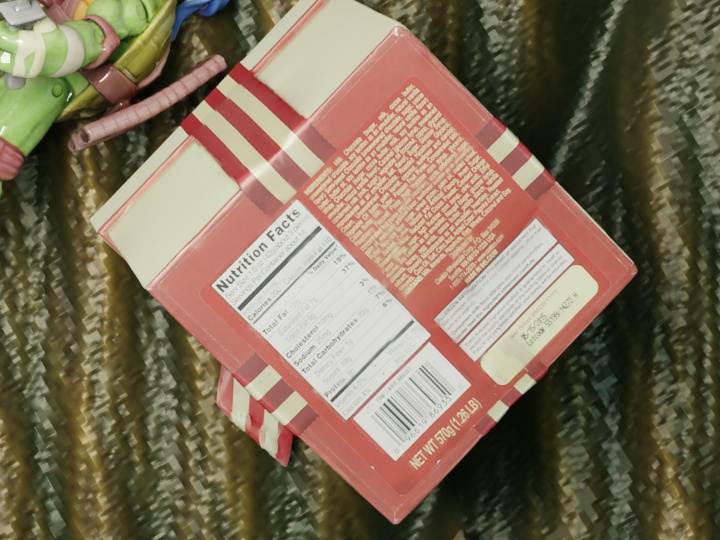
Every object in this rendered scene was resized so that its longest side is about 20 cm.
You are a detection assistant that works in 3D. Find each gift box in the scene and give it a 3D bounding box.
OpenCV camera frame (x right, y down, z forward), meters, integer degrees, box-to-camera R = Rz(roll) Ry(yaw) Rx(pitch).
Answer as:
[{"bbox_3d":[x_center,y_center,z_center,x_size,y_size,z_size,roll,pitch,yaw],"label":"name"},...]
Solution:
[{"bbox_3d":[0.000,0.000,1.288,0.184,0.187,0.200,-41,108,-2],"label":"gift box"}]

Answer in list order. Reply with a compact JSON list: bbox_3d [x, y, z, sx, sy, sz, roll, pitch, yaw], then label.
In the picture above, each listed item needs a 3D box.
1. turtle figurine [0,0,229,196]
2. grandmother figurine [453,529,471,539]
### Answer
[{"bbox_3d":[-0.174,-0.113,1.312,0.144,0.200,0.194,40,95,35],"label":"turtle figurine"},{"bbox_3d":[-0.018,0.209,1.348,0.199,0.061,0.122,-30,61,3],"label":"grandmother figurine"}]
